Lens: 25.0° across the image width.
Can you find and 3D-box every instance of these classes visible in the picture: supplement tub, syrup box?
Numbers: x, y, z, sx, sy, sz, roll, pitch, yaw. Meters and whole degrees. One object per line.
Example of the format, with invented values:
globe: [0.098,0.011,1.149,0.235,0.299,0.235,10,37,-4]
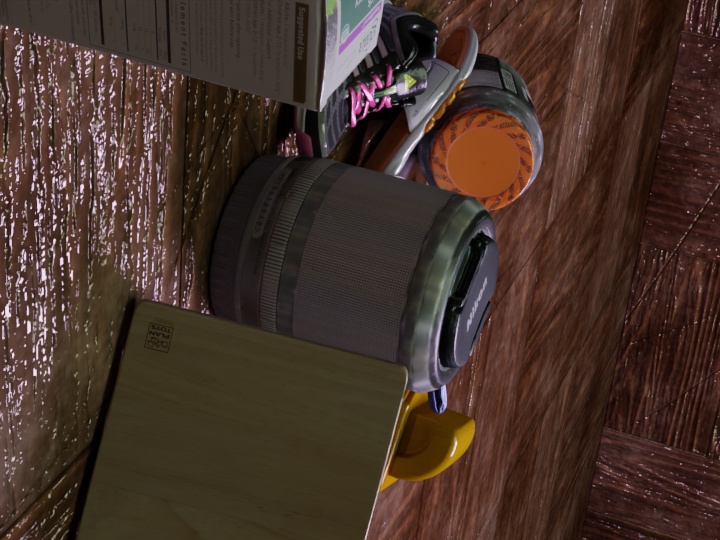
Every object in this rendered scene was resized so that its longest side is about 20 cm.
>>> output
supplement tub: [0.115,-0.134,1.592,0.200,0.122,0.123,-87,-175,-69]
syrup box: [-0.093,-0.157,0.854,0.079,0.200,0.082,-54,154,-47]

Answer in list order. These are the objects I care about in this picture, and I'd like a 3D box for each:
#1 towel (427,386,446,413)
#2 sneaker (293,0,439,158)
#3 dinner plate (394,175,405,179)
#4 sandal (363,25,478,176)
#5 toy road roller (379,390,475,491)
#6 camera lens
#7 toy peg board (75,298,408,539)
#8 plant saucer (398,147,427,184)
towel: [0.072,0.027,1.584,0.200,0.024,0.145,-86,169,-57]
sneaker: [0.009,-0.163,1.375,0.074,0.087,0.200,89,23,-44]
dinner plate: [-0.013,0.000,1.492,0.200,0.024,0.200,-43,150,-33]
sandal: [0.035,-0.151,1.512,0.207,0.059,0.079,-56,-160,-2]
toy road roller: [0.025,0.184,1.621,0.123,0.146,0.200,-13,122,-71]
camera lens: [0.000,0.000,1.296,0.160,0.200,0.160,16,90,-74]
toy peg board: [-0.086,0.138,1.191,0.098,0.200,0.200,-93,-163,-87]
plant saucer: [0.034,-0.042,1.640,0.200,0.032,0.201,11,90,-76]
